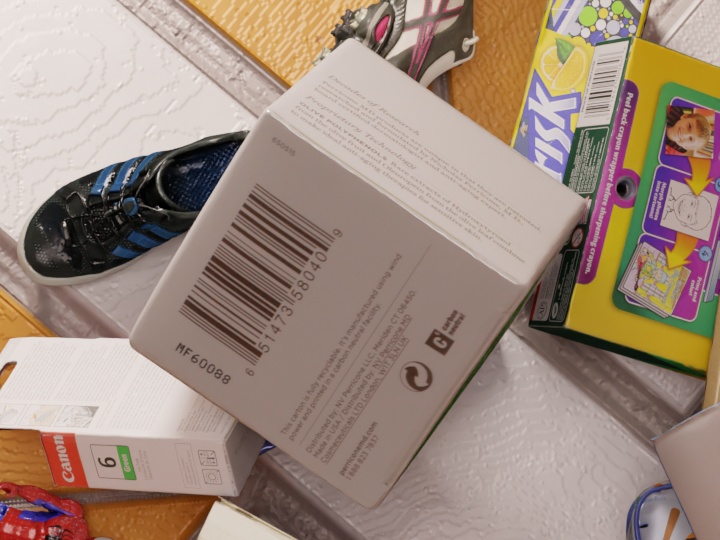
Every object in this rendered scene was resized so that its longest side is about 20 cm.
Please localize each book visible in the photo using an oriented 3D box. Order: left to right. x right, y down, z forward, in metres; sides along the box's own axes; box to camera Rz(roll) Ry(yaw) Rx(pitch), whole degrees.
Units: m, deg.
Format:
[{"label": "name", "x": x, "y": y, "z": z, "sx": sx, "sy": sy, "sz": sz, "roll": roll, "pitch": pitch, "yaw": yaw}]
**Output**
[{"label": "book", "x": -0.008, "y": 0.215, "z": 1.659, "sx": 0.200, "sy": 0.134, "sz": 0.048, "roll": 25, "pitch": 86, "yaw": 7}]

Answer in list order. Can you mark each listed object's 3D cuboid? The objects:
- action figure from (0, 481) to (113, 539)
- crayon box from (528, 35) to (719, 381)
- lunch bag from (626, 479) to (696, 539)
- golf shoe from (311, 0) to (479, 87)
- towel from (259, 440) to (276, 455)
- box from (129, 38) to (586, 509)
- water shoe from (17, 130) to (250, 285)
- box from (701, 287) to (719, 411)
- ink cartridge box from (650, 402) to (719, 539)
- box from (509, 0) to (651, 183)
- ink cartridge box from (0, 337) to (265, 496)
[{"label": "action figure", "x": -0.261, "y": 0.170, "z": 1.698, "sx": 0.199, "sy": 0.099, "sz": 0.065, "roll": 12, "pitch": 84, "yaw": 2}, {"label": "crayon box", "x": 0.220, "y": -0.035, "z": 1.686, "sx": 0.172, "sy": 0.058, "sz": 0.201, "roll": 17, "pitch": 83, "yaw": -24}, {"label": "lunch bag", "x": 0.278, "y": 0.203, "z": 1.677, "sx": 0.199, "sy": 0.076, "sz": 0.161, "roll": -4, "pitch": 77, "yaw": 1}, {"label": "golf shoe", "x": 0.050, "y": -0.191, "z": 1.752, "sx": 0.088, "sy": 0.077, "sz": 0.200, "roll": 34, "pitch": 87, "yaw": -13}, {"label": "towel", "x": -0.021, "y": 0.026, "z": 1.745, "sx": 0.200, "sy": 0.024, "sz": 0.145, "roll": -26, "pitch": 80, "yaw": -3}, {"label": "box", "x": 0.000, "y": 0.000, "z": 1.609, "sx": 0.200, "sy": 0.171, "sz": 0.199, "roll": 34, "pitch": 117, "yaw": 3}, {"label": "water shoe", "x": -0.148, "y": -0.052, "z": 1.729, "sx": 0.199, "sy": 0.079, "sz": 0.072, "roll": -24, "pitch": 81, "yaw": -1}, {"label": "box", "x": 0.313, "y": 0.016, "z": 1.685, "sx": 0.163, "sy": 0.021, "sz": 0.201, "roll": 11, "pitch": 85, "yaw": -25}, {"label": "ink cartridge box", "x": 0.318, "y": 0.122, "z": 1.573, "sx": 0.200, "sy": 0.145, "sz": 0.148, "roll": -22, "pitch": 81, "yaw": -18}, {"label": "box", "x": 0.143, "y": -0.103, "z": 1.730, "sx": 0.070, "sy": 0.064, "sz": 0.201, "roll": 15, "pitch": 83, "yaw": 4}, {"label": "ink cartridge box", "x": -0.161, "y": 0.096, "z": 1.688, "sx": 0.199, "sy": 0.109, "sz": 0.050, "roll": 1, "pitch": 125, "yaw": 19}]
